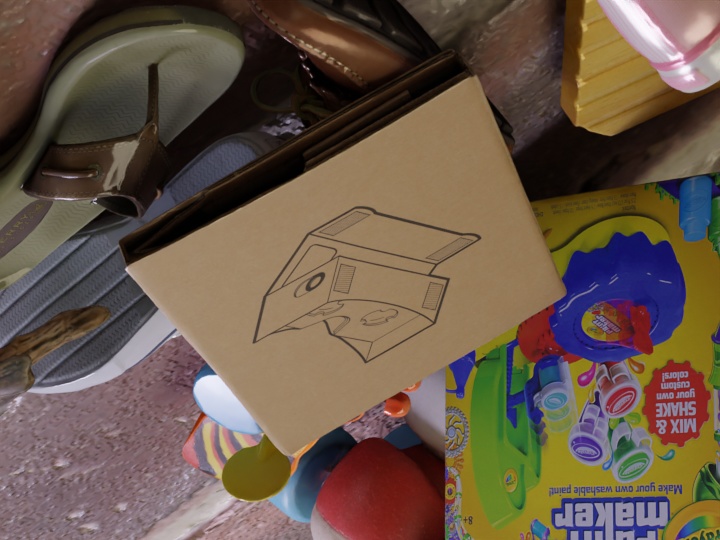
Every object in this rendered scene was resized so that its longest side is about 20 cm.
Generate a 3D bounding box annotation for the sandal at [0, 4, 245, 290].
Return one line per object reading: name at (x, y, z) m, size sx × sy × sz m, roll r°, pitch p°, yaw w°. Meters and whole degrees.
sandal at (-0.114, -0.041, 0.881) m, size 0.080 × 0.058 × 0.201 m, roll 8°, pitch 138°, yaw -44°

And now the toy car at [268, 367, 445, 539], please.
toy car at (0.073, 0.091, 1.175) m, size 0.176 × 0.184 × 0.201 m, roll 9°, pitch 109°, yaw -45°

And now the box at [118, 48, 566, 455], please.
box at (0.000, 0.000, 0.909) m, size 0.163 × 0.021 × 0.200 m, roll -30°, pitch 148°, yaw 1°

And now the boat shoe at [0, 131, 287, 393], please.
boat shoe at (-0.089, 0.003, 0.944) m, size 0.200 × 0.074 × 0.067 m, roll -28°, pitch 163°, yaw 33°

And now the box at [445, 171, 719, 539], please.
box at (0.154, 0.061, 1.034) m, size 0.122 × 0.194 × 0.199 m, roll 7°, pitch 169°, yaw -42°

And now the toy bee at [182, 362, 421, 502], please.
toy bee at (-0.030, 0.061, 1.042) m, size 0.200 × 0.108 × 0.131 m, roll 102°, pitch 14°, yaw -72°

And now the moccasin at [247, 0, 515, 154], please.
moccasin at (0.001, -0.078, 0.898) m, size 0.078 × 0.074 × 0.201 m, roll -41°, pitch 158°, yaw 7°

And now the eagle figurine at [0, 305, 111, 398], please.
eagle figurine at (-0.208, -0.012, 0.733) m, size 0.150 × 0.152 × 0.201 m, roll 4°, pitch 133°, yaw 37°

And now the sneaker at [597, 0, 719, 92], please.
sneaker at (0.150, -0.179, 0.804) m, size 0.201 × 0.105 × 0.075 m, roll -54°, pitch -165°, yaw -12°

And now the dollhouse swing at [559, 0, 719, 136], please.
dollhouse swing at (0.216, -0.103, 0.927) m, size 0.176 × 0.182 × 0.200 m, roll -38°, pitch 156°, yaw -18°
